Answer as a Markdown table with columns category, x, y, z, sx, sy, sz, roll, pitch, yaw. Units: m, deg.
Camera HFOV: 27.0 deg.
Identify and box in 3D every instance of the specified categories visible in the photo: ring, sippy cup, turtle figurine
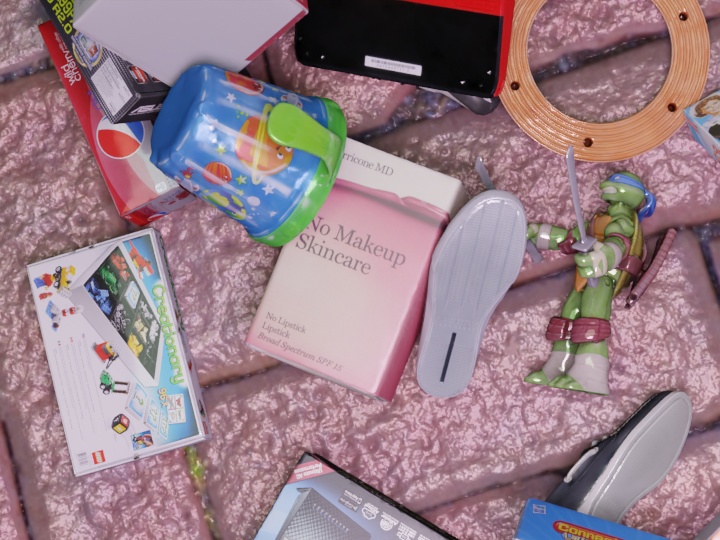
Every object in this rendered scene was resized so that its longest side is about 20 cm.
| category | x | y | z | sx | sy | sz | roll | pitch | yaw |
| --- | --- | --- | --- | --- | --- | --- | --- | --- | --- |
| ring | 0.213 | -0.196 | 1.344 | 0.199 | 0.019 | 0.201 | 0 | 88 | -1 |
| sippy cup | -0.102 | -0.106 | 1.263 | 0.178 | 0.130 | 0.140 | -45 | 33 | 34 |
| turtle figurine | 0.166 | 0.001 | 1.277 | 0.144 | 0.200 | 0.195 | 6 | 86 | 43 |

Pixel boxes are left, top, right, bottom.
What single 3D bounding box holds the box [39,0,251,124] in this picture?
| category | x | y | z | sx | sy | sz | roll | pitch | yaw |
| --- | --- | --- | --- | --- | --- | --- | --- | --- | --- |
| box | -0.205 | -0.231 | 1.349 | 0.044 | 0.160 | 0.200 | -39 | 76 | 35 |

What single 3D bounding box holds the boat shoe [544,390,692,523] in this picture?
| category | x | y | z | sx | sy | sz | roll | pitch | yaw |
| --- | --- | --- | --- | --- | --- | --- | --- | --- | --- |
| boat shoe | 0.208 | 0.177 | 1.280 | 0.200 | 0.076 | 0.060 | -48 | 40 | -16 |

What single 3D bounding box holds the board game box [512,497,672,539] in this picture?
| category | x | y | z | sx | sy | sz | roll | pitch | yaw |
| --- | --- | --- | --- | --- | --- | --- | --- | --- | --- |
| board game box | 0.206 | 0.300 | 1.211 | 0.199 | 0.056 | 0.196 | 16 | 124 | 10 |

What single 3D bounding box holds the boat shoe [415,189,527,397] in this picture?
| category | x | y | z | sx | sy | sz | roll | pitch | yaw |
| --- | --- | --- | --- | --- | --- | --- | --- | --- | --- |
| boat shoe | 0.086 | 0.011 | 1.278 | 0.073 | 0.067 | 0.201 | 17 | 118 | -8 |

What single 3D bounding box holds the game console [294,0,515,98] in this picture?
| category | x | y | z | sx | sy | sz | roll | pitch | yaw |
| --- | --- | --- | --- | --- | --- | --- | --- | --- | --- |
| game console | 0.038 | -0.250 | 1.298 | 0.199 | 0.031 | 0.178 | 13 | 117 | 19 |

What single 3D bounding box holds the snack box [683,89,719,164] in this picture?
| category | x | y | z | sx | sy | sz | roll | pitch | yaw |
| --- | --- | --- | --- | --- | --- | --- | --- | --- | --- |
| snack box | 0.391 | -0.151 | 1.285 | 0.199 | 0.116 | 0.037 | -30 | 122 | 2 |

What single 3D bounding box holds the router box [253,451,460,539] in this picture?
| category | x | y | z | sx | sy | sz | roll | pitch | yaw |
| --- | --- | --- | --- | --- | --- | --- | --- | --- | --- |
| router box | -0.001 | 0.270 | 1.296 | 0.200 | 0.062 | 0.150 | 29 | 88 | 10 |

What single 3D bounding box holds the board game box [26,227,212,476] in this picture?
| category | x | y | z | sx | sy | sz | roll | pitch | yaw |
| --- | --- | --- | --- | --- | --- | --- | --- | --- | --- |
| board game box | -0.221 | 0.075 | 1.367 | 0.126 | 0.035 | 0.201 | -16 | 80 | 6 |

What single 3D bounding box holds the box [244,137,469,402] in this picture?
| category | x | y | z | sx | sy | sz | roll | pitch | yaw |
| --- | --- | --- | --- | --- | --- | --- | --- | --- | --- |
| box | 0.000 | 0.000 | 1.312 | 0.127 | 0.109 | 0.201 | 21 | 85 | 10 |

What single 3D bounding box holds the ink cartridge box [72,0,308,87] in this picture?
| category | x | y | z | sx | sy | sz | roll | pitch | yaw |
| --- | --- | --- | --- | --- | --- | --- | --- | --- | --- |
| ink cartridge box | -0.148 | -0.283 | 1.290 | 0.145 | 0.144 | 0.201 | -35 | 44 | 32 |

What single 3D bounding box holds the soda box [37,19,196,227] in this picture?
| category | x | y | z | sx | sy | sz | roll | pitch | yaw |
| --- | --- | --- | --- | --- | --- | --- | --- | --- | --- |
| soda box | -0.224 | -0.145 | 1.382 | 0.063 | 0.070 | 0.201 | -26 | 79 | 4 |

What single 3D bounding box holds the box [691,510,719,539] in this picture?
| category | x | y | z | sx | sy | sz | roll | pitch | yaw |
| --- | --- | --- | --- | --- | --- | --- | --- | --- | --- |
| box | 0.384 | 0.205 | 1.238 | 0.124 | 0.097 | 0.200 | 44 | 89 | 11 |

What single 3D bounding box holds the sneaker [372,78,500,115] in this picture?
| category | x | y | z | sx | sy | sz | roll | pitch | yaw |
| --- | --- | --- | --- | --- | --- | --- | --- | --- | --- |
| sneaker | 0.039 | -0.199 | 1.366 | 0.200 | 0.074 | 0.080 | 38 | 115 | 7 |
